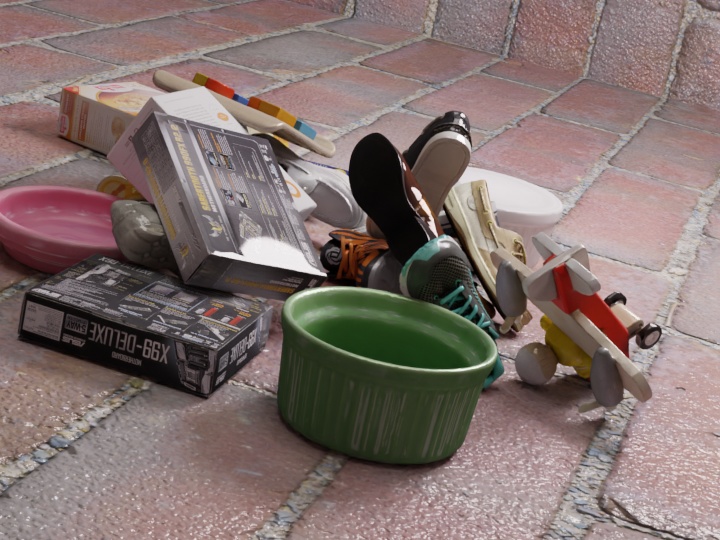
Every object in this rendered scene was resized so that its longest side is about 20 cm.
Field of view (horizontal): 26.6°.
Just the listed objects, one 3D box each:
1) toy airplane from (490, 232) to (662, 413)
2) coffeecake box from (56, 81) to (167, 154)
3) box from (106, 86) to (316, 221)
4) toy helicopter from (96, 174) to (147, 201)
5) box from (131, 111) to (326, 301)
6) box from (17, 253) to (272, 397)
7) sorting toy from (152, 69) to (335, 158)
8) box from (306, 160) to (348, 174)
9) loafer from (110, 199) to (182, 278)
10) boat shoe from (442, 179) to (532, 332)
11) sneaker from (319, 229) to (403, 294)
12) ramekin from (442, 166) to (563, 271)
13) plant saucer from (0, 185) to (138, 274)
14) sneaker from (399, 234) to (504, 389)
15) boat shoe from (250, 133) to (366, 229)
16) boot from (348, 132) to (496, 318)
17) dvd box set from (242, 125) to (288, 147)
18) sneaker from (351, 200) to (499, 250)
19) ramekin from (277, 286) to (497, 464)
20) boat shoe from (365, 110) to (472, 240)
[{"bbox_3d":[0.211,0.058,1.571,0.199,0.141,0.200,44,3,-3],"label":"toy airplane"},{"bbox_3d":[-0.300,-0.201,2.136,0.199,0.073,0.153,22,21,29],"label":"coffeecake box"},{"bbox_3d":[-0.169,-0.103,1.744,0.200,0.098,0.124,46,25,8],"label":"box"},{"bbox_3d":[-0.223,-0.113,1.855,0.199,0.133,0.079,-9,-8,-9],"label":"toy helicopter"},{"bbox_3d":[-0.136,-0.064,1.580,0.158,0.048,0.200,10,44,-42],"label":"box"},{"bbox_3d":[-0.204,0.048,1.467,0.199,0.050,0.158,16,18,11],"label":"box"},{"bbox_3d":[-0.138,-0.199,1.892,0.185,0.037,0.200,25,5,21],"label":"sorting toy"},{"bbox_3d":[-0.120,-0.122,2.046,0.199,0.033,0.121,14,29,6],"label":"box"},{"bbox_3d":[-0.185,-0.028,1.605,0.200,0.070,0.070,28,25,-54],"label":"loafer"},{"bbox_3d":[0.157,-0.024,1.762,0.201,0.066,0.074,65,2,25],"label":"boat shoe"},{"bbox_3d":[0.000,0.000,1.737,0.112,0.078,0.200,12,6,14],"label":"sneaker"},{"bbox_3d":[0.155,-0.065,1.986,0.201,0.095,0.202,12,18,-4],"label":"ramekin"},{"bbox_3d":[-0.310,-0.039,1.665,0.200,0.051,0.201,11,18,-3],"label":"plant saucer"},{"bbox_3d":[0.101,0.045,1.509,0.078,0.200,0.091,-39,52,-10],"label":"sneaker"},{"bbox_3d":[-0.081,-0.109,1.894,0.200,0.072,0.068,38,33,18],"label":"boat shoe"},{"bbox_3d":[0.076,-0.049,1.710,0.189,0.068,0.200,57,12,31],"label":"boot"},{"bbox_3d":[-0.165,-0.144,1.988,0.146,0.029,0.200,7,43,-11],"label":"dvd box set"},{"bbox_3d":[0.074,-0.029,1.869,0.199,0.080,0.078,-10,9,15],"label":"sneaker"},{"bbox_3d":[0.018,0.096,1.389,0.199,0.098,0.200,11,17,-4],"label":"ramekin"},{"bbox_3d":[0.068,-0.106,1.766,0.074,0.200,0.060,23,46,-10],"label":"boat shoe"}]
